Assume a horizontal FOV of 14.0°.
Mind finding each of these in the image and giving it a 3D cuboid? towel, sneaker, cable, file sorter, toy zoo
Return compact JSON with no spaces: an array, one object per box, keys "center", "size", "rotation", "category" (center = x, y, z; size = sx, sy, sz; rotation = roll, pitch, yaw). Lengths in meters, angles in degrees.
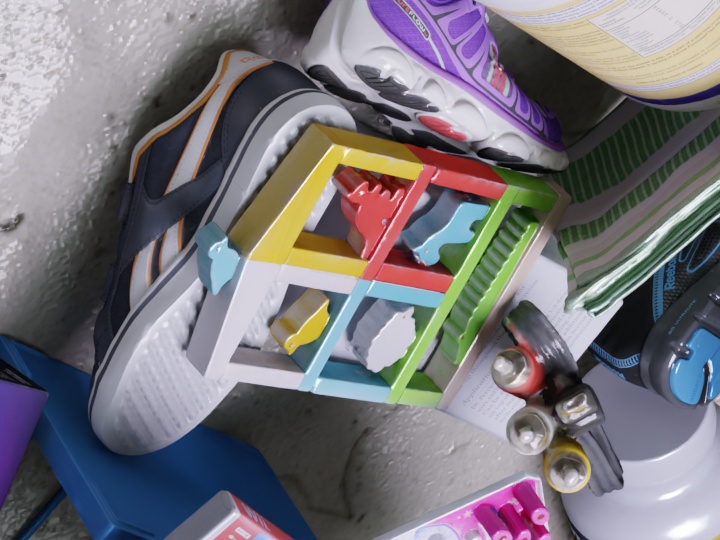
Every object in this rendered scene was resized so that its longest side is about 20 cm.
[{"center":[0.151,-0.058,1.446],"size":[0.152,0.200,0.023],"rotation":[-41,105,12],"category":"towel"},{"center":[0.202,-0.012,1.619],"size":[0.200,0.082,0.073],"rotation":[-43,132,-27],"category":"sneaker"},{"center":[0.050,-0.102,1.422],"size":[0.200,0.080,0.084],"rotation":[33,72,-58],"category":"sneaker"},{"center":[0.096,0.073,1.504],"size":[0.050,0.097,0.200],"rotation":[-28,168,1],"category":"cable"},{"center":[-0.121,0.148,1.459],"size":[0.123,0.139,0.200],"rotation":[-48,138,12],"category":"file sorter"},{"center":[-0.077,-0.011,1.395],"size":[0.078,0.079,0.201],"rotation":[17,110,-48],"category":"sneaker"},{"center":[0.000,0.000,1.395],"size":[0.199,0.020,0.132],"rotation":[11,116,-45],"category":"toy zoo"}]

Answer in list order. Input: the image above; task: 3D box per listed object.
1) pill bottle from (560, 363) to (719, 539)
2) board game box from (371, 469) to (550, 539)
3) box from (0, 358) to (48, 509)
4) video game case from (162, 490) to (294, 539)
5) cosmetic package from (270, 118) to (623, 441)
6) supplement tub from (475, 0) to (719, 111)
[{"center":[0.175,0.139,1.689],"size":[0.112,0.112,0.201],"rotation":[-31,137,-11],"category":"pill bottle"},{"center":[0.015,0.207,1.483],"size":[0.199,0.026,0.201],"rotation":[-24,139,-10],"category":"board game box"},{"center":[-0.250,0.120,1.349],"size":[0.141,0.079,0.201],"rotation":[18,97,-42],"category":"box"},{"center":[-0.060,0.192,1.386],"size":[0.143,0.017,0.200],"rotation":[-40,138,8],"category":"video game case"},{"center":[0.032,0.005,1.499],"size":[0.102,0.071,0.200],"rotation":[-51,138,11],"category":"cosmetic package"},{"center":[0.115,-0.171,1.357],"size":[0.200,0.145,0.146],"rotation":[26,107,-47],"category":"supplement tub"}]
